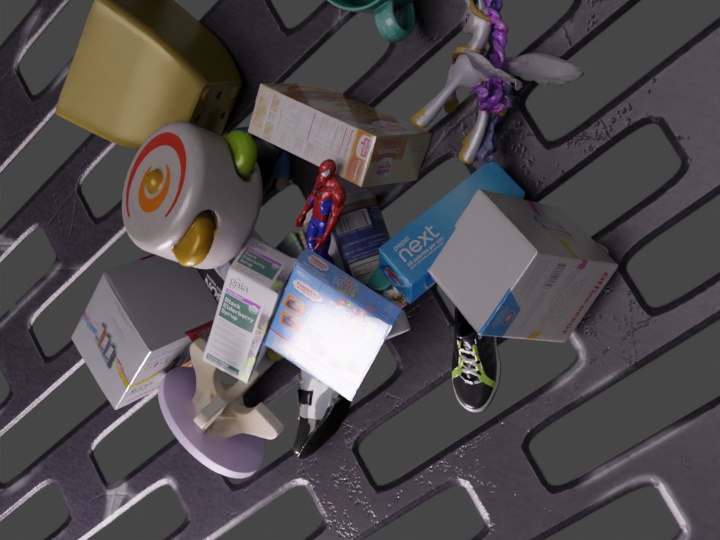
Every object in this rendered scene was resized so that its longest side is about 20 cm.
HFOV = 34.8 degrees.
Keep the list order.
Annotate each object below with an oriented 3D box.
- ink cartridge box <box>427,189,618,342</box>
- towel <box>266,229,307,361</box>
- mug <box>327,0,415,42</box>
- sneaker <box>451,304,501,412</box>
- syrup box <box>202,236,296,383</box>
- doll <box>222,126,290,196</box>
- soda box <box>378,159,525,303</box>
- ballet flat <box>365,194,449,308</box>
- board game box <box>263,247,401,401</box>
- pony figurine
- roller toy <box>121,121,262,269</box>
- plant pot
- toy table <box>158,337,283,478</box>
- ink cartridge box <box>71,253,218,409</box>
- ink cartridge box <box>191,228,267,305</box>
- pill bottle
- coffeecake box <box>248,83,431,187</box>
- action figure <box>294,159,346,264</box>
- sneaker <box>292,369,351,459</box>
[{"bbox_3d":[0.210,-0.001,1.434,0.126,0.198,0.129,51,119,36],"label":"ink cartridge box"},{"bbox_3d":[-0.112,0.041,1.693,0.200,0.023,0.146,-36,72,52],"label":"towel"},{"bbox_3d":[0.020,-0.407,1.545,0.150,0.114,0.188,14,104,29],"label":"mug"},{"bbox_3d":[0.144,0.093,1.540,0.071,0.082,0.204,7,99,31],"label":"sneaker"},{"bbox_3d":[-0.158,0.057,1.638,0.078,0.082,0.201,26,134,4],"label":"syrup box"},{"bbox_3d":[-0.161,-0.158,1.726,0.136,0.048,0.201,45,116,19],"label":"doll"},{"bbox_3d":[0.117,-0.051,1.486,0.199,0.064,0.068,-39,72,-14],"label":"soda box"},{"bbox_3d":[0.081,-0.021,1.549,0.200,0.064,0.075,-45,42,-16],"label":"ballet flat"},{"bbox_3d":[-0.041,0.077,1.546,0.150,0.037,0.201,33,142,5],"label":"board game box"},{"bbox_3d":[0.163,-0.243,1.463,0.193,0.165,0.202,42,123,36],"label":"pony figurine"},{"bbox_3d":[-0.238,-0.102,1.586,0.181,0.139,0.204,2,78,46],"label":"roller toy"},{"bbox_3d":[-0.296,-0.277,1.724,0.199,0.195,0.196,33,112,15],"label":"plant pot"},{"bbox_3d":[-0.204,0.203,1.731,0.199,0.185,0.117,38,131,-5],"label":"toy table"},{"bbox_3d":[-0.330,0.088,1.770,0.146,0.144,0.200,55,140,13],"label":"ink cartridge box"},{"bbox_3d":[-0.221,-0.014,1.747,0.199,0.043,0.201,48,137,20],"label":"ink cartridge box"},{"bbox_3d":[0.000,0.000,1.604,0.110,0.110,0.203,-23,83,32],"label":"pill bottle"},{"bbox_3d":[-0.027,-0.189,1.575,0.198,0.153,0.074,28,111,26],"label":"coffeecake box"},{"bbox_3d":[-0.054,-0.057,1.521,0.065,0.051,0.203,47,136,42],"label":"action figure"},{"bbox_3d":[-0.059,0.178,1.688,0.088,0.074,0.202,33,102,25],"label":"sneaker"}]
